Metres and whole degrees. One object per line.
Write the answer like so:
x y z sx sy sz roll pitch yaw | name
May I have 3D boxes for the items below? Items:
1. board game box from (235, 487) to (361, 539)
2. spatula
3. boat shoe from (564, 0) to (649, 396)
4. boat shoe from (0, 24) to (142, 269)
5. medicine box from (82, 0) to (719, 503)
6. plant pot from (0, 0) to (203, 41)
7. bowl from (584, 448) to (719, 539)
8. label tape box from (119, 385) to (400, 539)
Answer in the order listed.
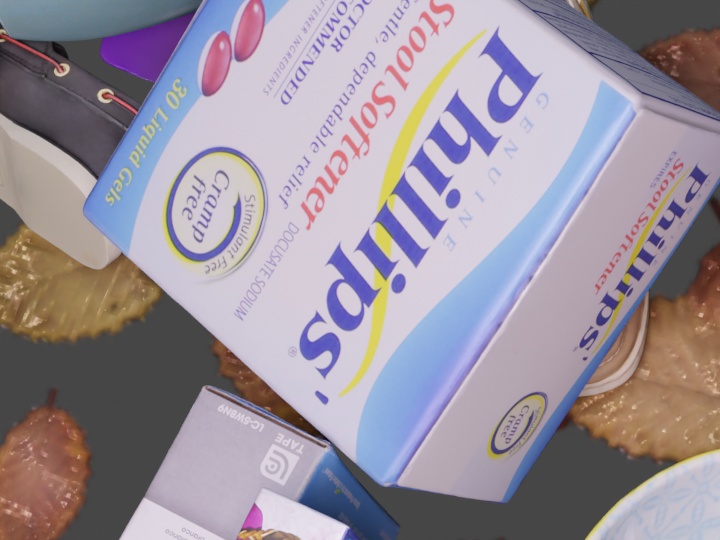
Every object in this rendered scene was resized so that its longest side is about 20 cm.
-0.040 0.203 1.087 0.041 0.200 0.200 22 78 19 | board game box
-0.146 -0.119 1.318 0.200 0.021 0.057 11 59 19 | spatula
0.077 -0.047 1.215 0.074 0.069 0.200 -13 69 8 | boat shoe
-0.159 -0.076 1.286 0.201 0.074 0.063 36 57 27 | boat shoe
0.019 -0.038 1.150 0.200 0.103 0.182 40 105 31 | medicine box
-0.116 -0.194 1.234 0.161 0.201 0.201 -30 67 -3 | plant pot
0.154 0.176 1.089 0.200 0.108 0.201 3 70 -8 | bowl
-0.067 0.162 1.136 0.063 0.144 0.200 25 78 19 | label tape box
